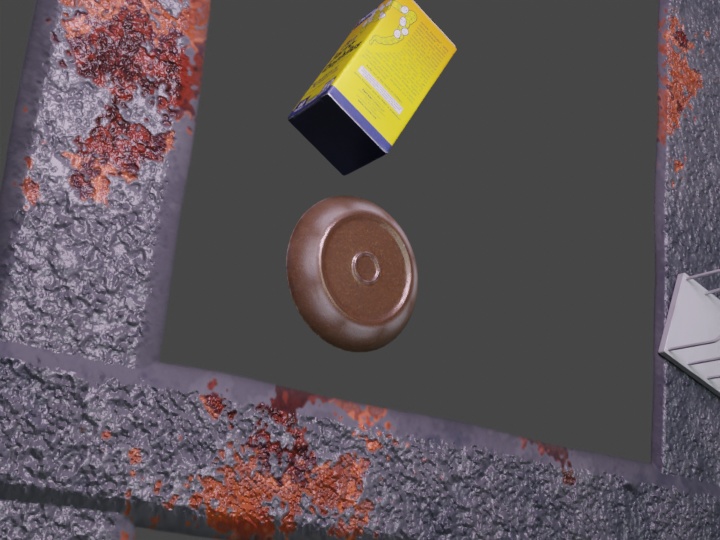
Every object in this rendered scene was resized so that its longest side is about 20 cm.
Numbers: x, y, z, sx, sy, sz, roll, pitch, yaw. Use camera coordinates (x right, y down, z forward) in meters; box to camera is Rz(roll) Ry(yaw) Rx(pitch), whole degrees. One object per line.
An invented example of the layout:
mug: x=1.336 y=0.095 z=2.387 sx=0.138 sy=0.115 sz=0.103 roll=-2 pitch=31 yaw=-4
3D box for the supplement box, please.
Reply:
supplement box: x=0.016 y=-0.241 z=1.444 sx=0.109 sy=0.108 sz=0.201 roll=43 pitch=60 yaw=-17

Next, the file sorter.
file sorter: x=0.580 y=0.103 z=1.720 sx=0.198 sy=0.124 sz=0.141 roll=33 pitch=63 yaw=-22

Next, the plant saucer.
plant saucer: x=0.000 y=0.000 z=1.424 sx=0.197 sy=0.036 sz=0.204 roll=8 pitch=74 yaw=-31
